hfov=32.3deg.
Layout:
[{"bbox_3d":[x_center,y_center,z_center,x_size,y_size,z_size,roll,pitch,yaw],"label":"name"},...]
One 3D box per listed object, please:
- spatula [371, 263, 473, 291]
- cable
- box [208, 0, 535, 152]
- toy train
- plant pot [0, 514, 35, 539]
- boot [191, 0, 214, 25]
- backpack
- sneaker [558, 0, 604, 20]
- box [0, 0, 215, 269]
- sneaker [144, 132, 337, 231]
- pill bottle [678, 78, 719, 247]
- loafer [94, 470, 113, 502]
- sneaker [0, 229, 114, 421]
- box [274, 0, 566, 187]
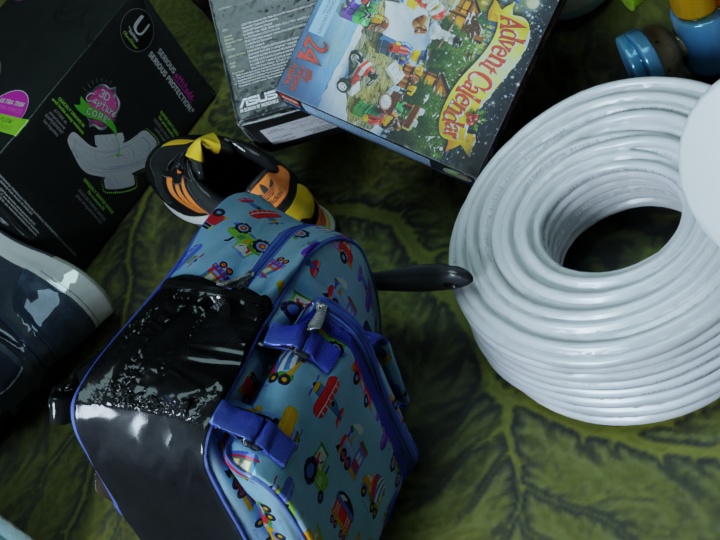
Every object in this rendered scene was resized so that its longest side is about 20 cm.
[{"bbox_3d":[0.000,0.000,0.743,0.200,0.056,0.021,8,81,55],"label":"spatula"},{"bbox_3d":[0.147,-0.015,0.685,0.200,0.069,0.200,-36,43,0],"label":"cable"},{"bbox_3d":[0.002,-0.189,0.837,0.199,0.086,0.164,-15,82,6],"label":"box"},{"bbox_3d":[0.189,-0.194,0.713,0.115,0.200,0.085,-27,44,5],"label":"toy train"},{"bbox_3d":[-0.345,0.173,0.757,0.197,0.196,0.200,-51,35,-15],"label":"plant pot"},{"bbox_3d":[-0.163,-0.328,1.054,0.064,0.200,0.187,-29,42,13],"label":"boot"},{"bbox_3d":[-0.044,0.063,0.670,0.134,0.183,0.200,6,45,26],"label":"backpack"},{"bbox_3d":[0.169,-0.284,0.859,0.079,0.131,0.200,20,66,43],"label":"sneaker"},{"bbox_3d":[-0.244,-0.118,0.981,0.148,0.124,0.200,16,63,39],"label":"box"},{"bbox_3d":[-0.099,-0.071,0.873,0.070,0.090,0.200,-47,45,-12],"label":"sneaker"},{"bbox_3d":[0.239,-0.075,0.586,0.116,0.117,0.200,15,31,40],"label":"pill bottle"},{"bbox_3d":[-0.121,0.060,0.785,0.071,0.073,0.201,-3,52,28],"label":"loafer"},{"bbox_3d":[-0.293,0.041,0.909,0.202,0.077,0.146,19,63,40],"label":"sneaker"},{"bbox_3d":[0.052,-0.169,0.764,0.136,0.038,0.201,24,87,11],"label":"box"}]
